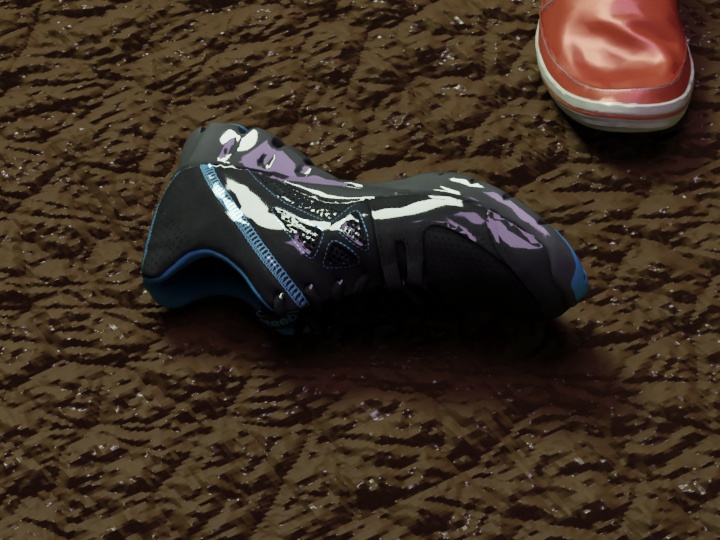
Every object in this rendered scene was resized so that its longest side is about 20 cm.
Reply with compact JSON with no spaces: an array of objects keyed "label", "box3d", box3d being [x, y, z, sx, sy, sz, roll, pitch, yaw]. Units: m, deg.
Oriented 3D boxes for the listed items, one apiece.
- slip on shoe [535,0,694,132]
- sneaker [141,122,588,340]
[{"label":"slip on shoe","box3d":[0.120,-0.136,1.252,0.074,0.061,0.200,-1,43,3]},{"label":"sneaker","box3d":[0.000,0.000,1.115,0.200,0.073,0.082,12,60,27]}]
